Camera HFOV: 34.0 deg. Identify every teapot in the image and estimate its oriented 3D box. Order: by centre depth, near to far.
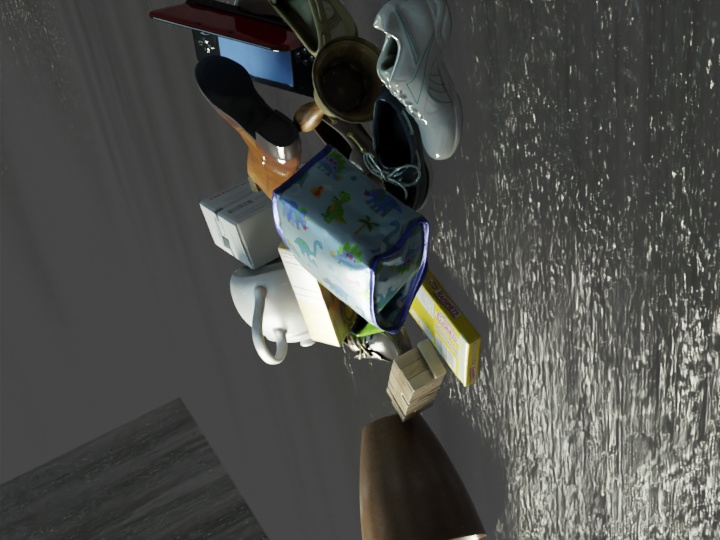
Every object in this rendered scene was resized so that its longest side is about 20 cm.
[{"bbox_3d":[-0.105,0.050,1.850,0.197,0.198,0.148,14,123,68],"label":"teapot"}]

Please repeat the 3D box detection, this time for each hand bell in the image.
[{"bbox_3d":[-0.044,-0.206,1.460,0.105,0.103,0.200,65,156,0],"label":"hand bell"}]

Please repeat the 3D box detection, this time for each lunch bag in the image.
[{"bbox_3d":[-0.009,-0.025,1.443,0.170,0.127,0.201,39,153,23],"label":"lunch bag"}]

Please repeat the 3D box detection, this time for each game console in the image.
[{"bbox_3d":[-0.159,-0.284,1.558,0.197,0.119,0.174,18,144,15],"label":"game console"}]

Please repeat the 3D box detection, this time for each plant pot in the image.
[{"bbox_3d":[0.073,0.321,1.763,0.187,0.184,0.203,114,143,-67],"label":"plant pot"}]

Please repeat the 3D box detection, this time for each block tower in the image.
[{"bbox_3d":[0.076,0.158,1.659,0.054,0.057,0.200,59,167,16],"label":"block tower"}]

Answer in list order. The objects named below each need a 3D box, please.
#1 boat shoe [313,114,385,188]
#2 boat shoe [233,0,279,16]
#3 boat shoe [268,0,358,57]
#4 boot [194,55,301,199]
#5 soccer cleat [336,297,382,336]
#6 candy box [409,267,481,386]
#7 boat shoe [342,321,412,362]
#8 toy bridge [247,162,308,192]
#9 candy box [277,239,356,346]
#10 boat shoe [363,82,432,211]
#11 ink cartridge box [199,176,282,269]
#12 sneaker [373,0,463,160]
[{"bbox_3d":[0.003,-0.141,1.514,0.201,0.059,0.072,57,160,26],"label":"boat shoe"},{"bbox_3d":[-0.137,-0.374,1.622,0.200,0.071,0.070,136,139,-70],"label":"boat shoe"},{"bbox_3d":[-0.080,-0.337,1.458,0.202,0.063,0.073,57,131,21],"label":"boat shoe"},{"bbox_3d":[-0.146,-0.185,1.611,0.187,0.069,0.200,36,162,12],"label":"boot"},{"bbox_3d":[0.000,0.000,1.666,0.067,0.080,0.203,29,137,61],"label":"soccer cleat"},{"bbox_3d":[0.094,0.049,1.552,0.201,0.026,0.103,54,159,32],"label":"candy box"},{"bbox_3d":[0.017,0.107,1.770,0.200,0.073,0.075,21,133,66],"label":"boat shoe"},{"bbox_3d":[-0.082,-0.138,1.745,0.198,0.067,0.028,6,121,48],"label":"toy bridge"},{"bbox_3d":[-0.048,0.000,1.704,0.055,0.116,0.201,11,141,26],"label":"candy box"},{"bbox_3d":[0.045,-0.136,1.373,0.074,0.062,0.202,27,142,21],"label":"boat shoe"},{"bbox_3d":[-0.157,-0.088,1.904,0.200,0.145,0.087,26,140,64],"label":"ink cartridge box"},{"bbox_3d":[0.057,-0.203,1.252,0.070,0.080,0.202,40,151,49],"label":"sneaker"}]
